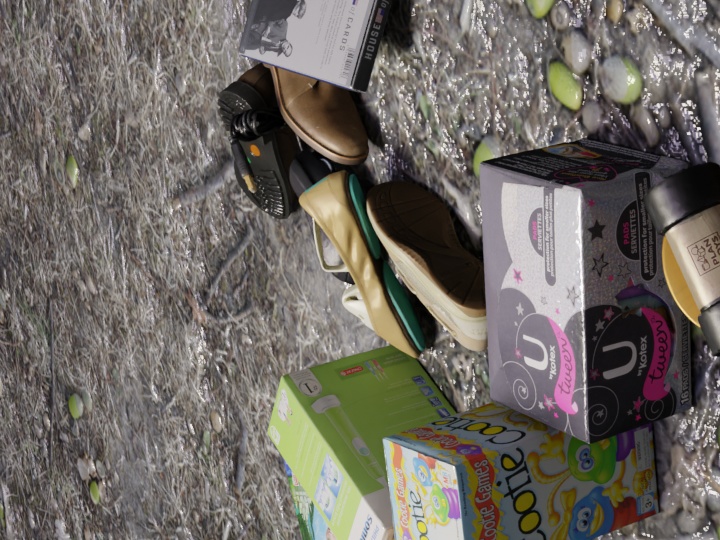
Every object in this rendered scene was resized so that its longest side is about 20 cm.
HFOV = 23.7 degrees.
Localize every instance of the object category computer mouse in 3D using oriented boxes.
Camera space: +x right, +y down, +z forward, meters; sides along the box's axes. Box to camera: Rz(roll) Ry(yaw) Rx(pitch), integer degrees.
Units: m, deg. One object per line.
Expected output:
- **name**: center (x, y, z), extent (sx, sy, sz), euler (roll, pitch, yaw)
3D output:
- **computer mouse**: center (-0.048, -0.080, 1.658), extent (0.046, 0.140, 0.202), euler (-30, 76, 44)

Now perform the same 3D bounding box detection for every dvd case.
- **dvd case**: center (-0.038, -0.258, 1.612), extent (0.199, 0.025, 0.152), euler (24, 101, 50)

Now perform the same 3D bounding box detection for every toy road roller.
- **toy road roller**: center (0.296, -0.031, 1.141), extent (0.199, 0.146, 0.124), euler (-29, 74, 21)

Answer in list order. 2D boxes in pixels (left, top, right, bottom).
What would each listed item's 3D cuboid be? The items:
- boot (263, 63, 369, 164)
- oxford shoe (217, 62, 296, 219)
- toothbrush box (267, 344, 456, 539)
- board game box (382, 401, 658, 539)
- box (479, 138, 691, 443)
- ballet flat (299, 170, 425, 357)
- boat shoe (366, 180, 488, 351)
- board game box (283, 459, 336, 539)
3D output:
- **boot**: center (-0.042, -0.191, 1.667), extent (0.076, 0.073, 0.201), euler (-55, 53, 41)
- **oxford shoe**: center (-0.087, -0.132, 1.770), extent (0.072, 0.085, 0.201), euler (27, 147, 23)
- **toothbrush box**: center (0.024, 0.179, 1.633), extent (0.200, 0.144, 0.087), euler (51, 141, 35)
- **board game box**: center (0.132, 0.167, 1.390), extent (0.103, 0.198, 0.106), euler (14, 115, 57)
- **box**: center (0.175, 0.013, 1.336), extent (0.132, 0.114, 0.202), euler (21, 121, 55)
- **ballet flat**: center (0.000, 0.000, 1.631), extent (0.069, 0.062, 0.202), euler (-76, -35, -68)
- **boat shoe**: center (0.063, -0.006, 1.563), extent (0.200, 0.072, 0.065), euler (51, 151, 39)
- **board game box**: center (-0.004, 0.273, 1.822), extent (0.199, 0.041, 0.202), euler (-13, 92, 60)
